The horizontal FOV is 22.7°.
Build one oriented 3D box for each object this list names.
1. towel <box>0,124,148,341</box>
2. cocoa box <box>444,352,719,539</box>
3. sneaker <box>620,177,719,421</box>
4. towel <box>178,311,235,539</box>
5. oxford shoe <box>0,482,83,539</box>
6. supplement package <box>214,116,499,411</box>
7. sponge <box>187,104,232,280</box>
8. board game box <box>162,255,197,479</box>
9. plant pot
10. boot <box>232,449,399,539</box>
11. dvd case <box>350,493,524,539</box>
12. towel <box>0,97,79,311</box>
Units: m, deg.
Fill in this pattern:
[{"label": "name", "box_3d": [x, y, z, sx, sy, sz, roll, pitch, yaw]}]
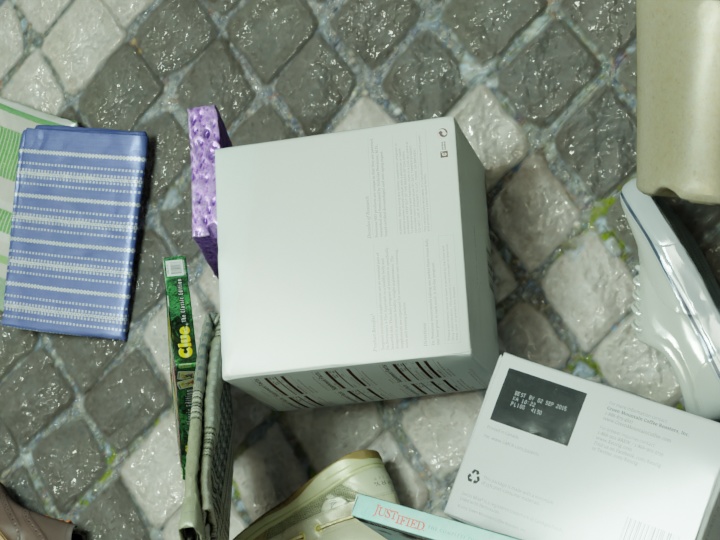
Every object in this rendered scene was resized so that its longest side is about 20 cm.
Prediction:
[{"label": "towel", "box_3d": [-0.274, -0.039, 1.723, 0.143, 0.024, 0.203, 5, 86, 24]}, {"label": "cocoa box", "box_3d": [0.189, 0.162, 1.318, 0.199, 0.131, 0.135, 17, 81, 34]}, {"label": "sneaker", "box_3d": [0.234, 0.024, 1.360, 0.070, 0.073, 0.202, -32, 64, 19]}, {"label": "towel", "box_3d": [-0.117, 0.164, 1.426, 0.034, 0.193, 0.202, 4, 55, -1]}, {"label": "oxford shoe", "box_3d": [-0.296, 0.256, 1.669, 0.072, 0.071, 0.200, -36, 55, -12]}, {"label": "supplement package", "box_3d": [0.000, 0.000, 1.444, 0.198, 0.147, 0.194, -7, 74, 13]}, {"label": "sponge", "box_3d": [-0.119, -0.056, 1.538, 0.029, 0.200, 0.113, -5, 75, 3]}, {"label": "board game box", "box_3d": [-0.151, 0.086, 1.529, 0.023, 0.201, 0.106, -4, 56, -6]}, {"label": "plant pot", "box_3d": [0.278, -0.140, 1.312, 0.199, 0.200, 0.186, 11, 96, 34]}, {"label": "boot", "box_3d": [-0.028, 0.265, 1.480, 0.200, 0.072, 0.155, -41, 63, 19]}, {"label": "dvd case", "box_3d": [0.097, 0.220, 1.329, 0.145, 0.200, 0.022, 12, 71, 33]}, {"label": "towel", "box_3d": [-0.358, -0.067, 1.795, 0.151, 0.023, 0.202, 18, 89, 34]}]
